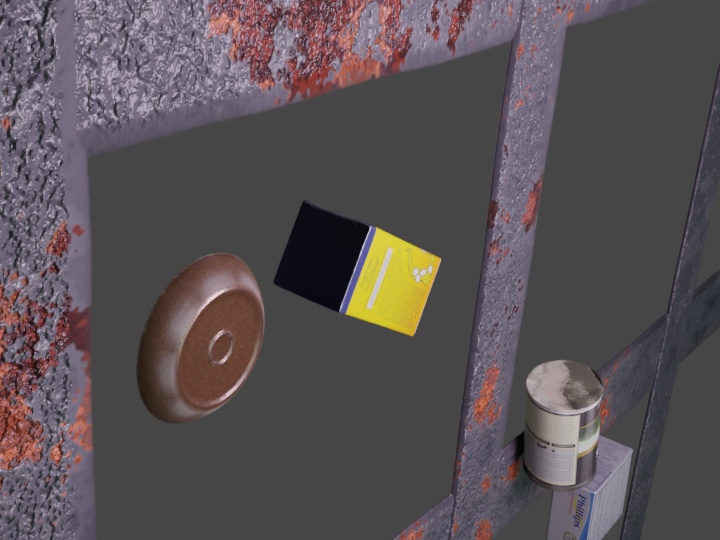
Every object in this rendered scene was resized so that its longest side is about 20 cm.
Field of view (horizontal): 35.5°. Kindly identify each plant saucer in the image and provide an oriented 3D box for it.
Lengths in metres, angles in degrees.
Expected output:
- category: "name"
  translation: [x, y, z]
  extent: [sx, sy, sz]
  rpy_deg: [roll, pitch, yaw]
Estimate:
- category: "plant saucer"
  translation: [-0.167, 0.082, 1.264]
  extent: [0.200, 0.036, 0.204]
  rpy_deg: [-35, 134, -45]

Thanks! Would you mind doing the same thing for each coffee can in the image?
- category: "coffee can"
  translation: [0.382, 0.295, 2.136]
  extent: [0.146, 0.145, 0.203]
  rpy_deg: [-38, 137, -40]

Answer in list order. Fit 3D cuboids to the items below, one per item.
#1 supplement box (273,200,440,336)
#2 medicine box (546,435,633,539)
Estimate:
- category: "supplement box"
  translation: [0.000, 0.000, 1.406]
  extent: [0.199, 0.108, 0.111]
  rpy_deg: [22, 89, -59]
- category: "medicine box"
  translation: [0.507, 0.496, 2.487]
  extent: [0.199, 0.102, 0.185]
  rpy_deg: [-31, 132, -45]
